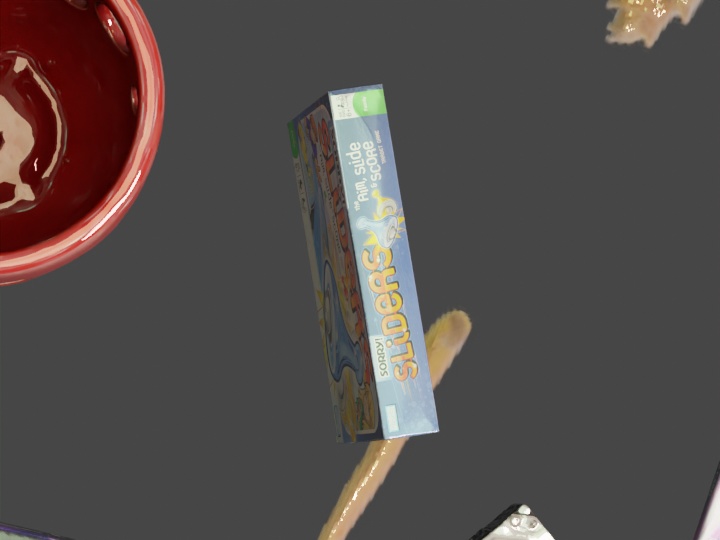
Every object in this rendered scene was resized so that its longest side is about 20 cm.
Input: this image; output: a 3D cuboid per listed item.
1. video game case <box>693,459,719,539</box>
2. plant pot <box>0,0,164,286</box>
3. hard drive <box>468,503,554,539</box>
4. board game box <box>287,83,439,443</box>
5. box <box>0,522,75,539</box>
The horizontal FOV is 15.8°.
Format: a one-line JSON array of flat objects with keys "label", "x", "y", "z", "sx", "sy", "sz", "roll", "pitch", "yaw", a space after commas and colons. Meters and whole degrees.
[{"label": "video game case", "x": 0.295, "y": 0.129, "z": 1.613, "sx": 0.142, "sy": 0.019, "sz": 0.201, "roll": 20, "pitch": 84, "yaw": -6}, {"label": "plant pot", "x": -0.215, "y": -0.089, "z": 1.475, "sx": 0.200, "sy": 0.182, "sz": 0.201, "roll": 0, "pitch": 86, "yaw": -7}, {"label": "hard drive", "x": 0.065, "y": 0.256, "z": 1.563, "sx": 0.200, "sy": 0.038, "sz": 0.140, "roll": -39, "pitch": 92, "yaw": -10}, {"label": "board game box", "x": 0.000, "y": 0.000, "z": 1.522, "sx": 0.034, "sy": 0.135, "sz": 0.201, "roll": -9, "pitch": 87, "yaw": -12}, {"label": "box", "x": -0.262, "y": 0.183, "z": 1.468, "sx": 0.199, "sy": 0.148, "sz": 0.105, "roll": 13, "pitch": 84, "yaw": -8}]
